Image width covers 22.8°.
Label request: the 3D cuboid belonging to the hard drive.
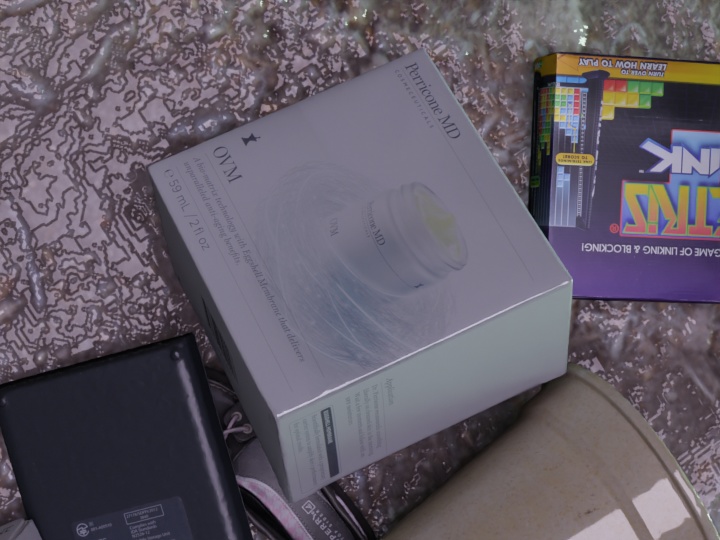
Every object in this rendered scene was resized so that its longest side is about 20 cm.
[{"bbox_3d":[-0.147,0.154,1.156,0.138,0.033,0.202,-15,95,11],"label":"hard drive"}]

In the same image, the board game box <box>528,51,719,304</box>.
[{"bbox_3d":[0.217,-0.061,1.238,0.198,0.057,0.167,2,90,-12],"label":"board game box"}]

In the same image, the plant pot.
[{"bbox_3d":[0.105,0.191,1.139,0.182,0.200,0.202,-30,97,-14],"label":"plant pot"}]

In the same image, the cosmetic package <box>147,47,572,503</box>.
[{"bbox_3d":[0.000,0.000,1.115,0.199,0.123,0.200,-24,60,-12],"label":"cosmetic package"}]

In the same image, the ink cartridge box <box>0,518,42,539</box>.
[{"bbox_3d":[-0.238,0.280,1.123,0.143,0.084,0.202,-24,96,5],"label":"ink cartridge box"}]

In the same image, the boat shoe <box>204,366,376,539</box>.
[{"bbox_3d":[-0.059,0.136,1.184,0.067,0.057,0.200,-46,100,-7],"label":"boat shoe"}]
